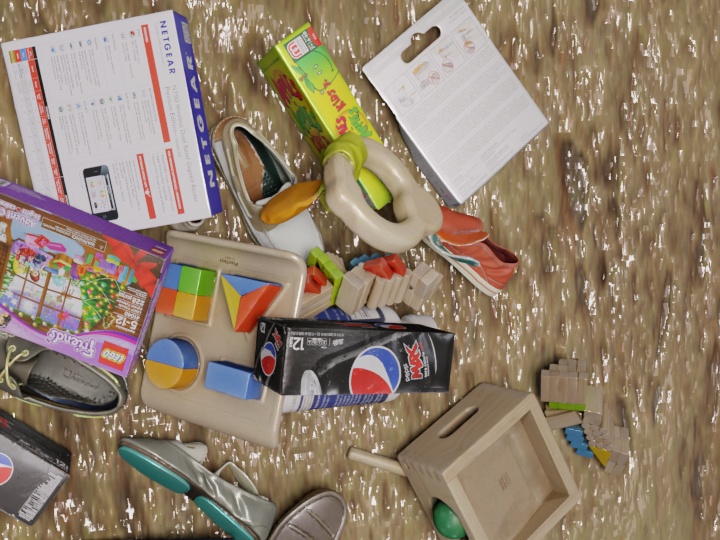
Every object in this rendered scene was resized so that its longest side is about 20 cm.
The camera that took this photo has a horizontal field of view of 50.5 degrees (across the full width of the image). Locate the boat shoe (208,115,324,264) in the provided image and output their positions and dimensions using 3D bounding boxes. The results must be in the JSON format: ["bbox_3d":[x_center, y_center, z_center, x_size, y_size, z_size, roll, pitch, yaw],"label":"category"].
[{"bbox_3d":[-0.100,-0.077,0.848,0.075,0.068,0.201,-40,109,-15],"label":"boat shoe"}]

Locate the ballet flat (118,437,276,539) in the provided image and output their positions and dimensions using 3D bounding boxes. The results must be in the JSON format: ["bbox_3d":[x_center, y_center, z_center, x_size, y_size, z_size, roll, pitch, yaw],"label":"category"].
[{"bbox_3d":[-0.178,0.232,0.856,0.199,0.067,0.064,40,52,-12],"label":"ballet flat"}]

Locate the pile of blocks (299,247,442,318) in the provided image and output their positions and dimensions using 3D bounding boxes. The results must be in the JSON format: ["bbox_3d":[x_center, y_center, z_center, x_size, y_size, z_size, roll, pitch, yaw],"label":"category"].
[{"bbox_3d":[0.000,0.000,0.832,0.197,0.063,0.083,-5,52,-21],"label":"pile of blocks"}]

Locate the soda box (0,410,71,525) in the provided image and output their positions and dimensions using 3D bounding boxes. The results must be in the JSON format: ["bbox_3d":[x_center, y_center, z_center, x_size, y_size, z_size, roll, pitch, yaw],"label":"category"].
[{"bbox_3d":[-0.389,0.166,0.756,0.199,0.071,0.064,40,83,-19],"label":"soda box"}]

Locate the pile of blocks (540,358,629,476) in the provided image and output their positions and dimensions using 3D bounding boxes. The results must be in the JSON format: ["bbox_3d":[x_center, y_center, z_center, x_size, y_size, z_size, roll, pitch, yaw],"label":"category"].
[{"bbox_3d":[0.297,0.188,1.022,0.201,0.081,0.062,56,34,-23],"label":"pile of blocks"}]

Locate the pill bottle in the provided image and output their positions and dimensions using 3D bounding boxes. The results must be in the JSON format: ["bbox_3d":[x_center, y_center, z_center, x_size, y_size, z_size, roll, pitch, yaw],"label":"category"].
[{"bbox_3d":[-0.012,0.097,0.871,0.197,0.111,0.113,-2,95,-19],"label":"pill bottle"}]

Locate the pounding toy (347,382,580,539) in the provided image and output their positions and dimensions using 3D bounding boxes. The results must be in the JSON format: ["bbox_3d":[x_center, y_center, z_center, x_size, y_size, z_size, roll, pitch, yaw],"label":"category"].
[{"bbox_3d":[0.126,0.250,0.933,0.199,0.142,0.186,-34,105,-25],"label":"pounding toy"}]

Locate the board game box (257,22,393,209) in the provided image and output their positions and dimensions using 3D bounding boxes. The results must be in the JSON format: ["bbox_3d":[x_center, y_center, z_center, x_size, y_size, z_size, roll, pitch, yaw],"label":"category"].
[{"bbox_3d":[-0.032,-0.164,0.849,0.047,0.101,0.201,-37,105,-12],"label":"board game box"}]

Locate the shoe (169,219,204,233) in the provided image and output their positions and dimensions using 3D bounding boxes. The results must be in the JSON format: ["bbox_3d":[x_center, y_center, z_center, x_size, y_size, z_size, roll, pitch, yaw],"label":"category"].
[{"bbox_3d":[-0.195,-0.140,0.819,0.069,0.053,0.203,-12,98,-18],"label":"shoe"}]

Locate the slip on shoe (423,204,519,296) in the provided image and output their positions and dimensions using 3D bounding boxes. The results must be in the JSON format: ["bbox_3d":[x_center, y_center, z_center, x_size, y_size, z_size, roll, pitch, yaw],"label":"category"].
[{"bbox_3d":[0.116,-0.047,0.919,0.199,0.074,0.061,38,112,-23],"label":"slip on shoe"}]

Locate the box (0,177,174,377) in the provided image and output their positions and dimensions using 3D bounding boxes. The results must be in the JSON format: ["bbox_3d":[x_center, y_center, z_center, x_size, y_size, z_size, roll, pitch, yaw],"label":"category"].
[{"bbox_3d":[-0.300,0.006,0.756,0.197,0.039,0.138,22,108,-6],"label":"box"}]

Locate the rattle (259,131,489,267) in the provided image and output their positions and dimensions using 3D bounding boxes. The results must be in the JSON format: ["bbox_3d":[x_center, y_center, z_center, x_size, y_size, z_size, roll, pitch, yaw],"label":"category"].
[{"bbox_3d":[0.018,-0.039,0.796,0.199,0.131,0.143,26,118,-36],"label":"rattle"}]

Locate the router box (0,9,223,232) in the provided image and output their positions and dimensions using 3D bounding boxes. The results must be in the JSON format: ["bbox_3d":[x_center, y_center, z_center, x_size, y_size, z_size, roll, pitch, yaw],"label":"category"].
[{"bbox_3d":[-0.246,-0.139,0.767,0.176,0.049,0.203,-8,99,5],"label":"router box"}]

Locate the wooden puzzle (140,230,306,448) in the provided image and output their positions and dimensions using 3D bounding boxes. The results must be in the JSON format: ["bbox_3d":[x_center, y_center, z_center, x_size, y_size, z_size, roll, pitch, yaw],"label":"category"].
[{"bbox_3d":[-0.154,0.069,0.795,0.046,0.183,0.204,1,98,-63],"label":"wooden puzzle"}]

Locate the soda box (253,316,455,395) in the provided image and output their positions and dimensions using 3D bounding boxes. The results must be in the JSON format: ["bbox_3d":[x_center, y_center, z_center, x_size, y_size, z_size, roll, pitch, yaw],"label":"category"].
[{"bbox_3d":[-0.003,0.085,0.760,0.197,0.070,0.064,4,93,-32],"label":"soda box"}]

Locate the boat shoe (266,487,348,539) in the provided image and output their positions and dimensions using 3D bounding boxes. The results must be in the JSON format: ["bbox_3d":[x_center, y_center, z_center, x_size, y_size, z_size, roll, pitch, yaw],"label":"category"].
[{"bbox_3d":[-0.092,0.333,0.886,0.072,0.068,0.201,41,83,-9],"label":"boat shoe"}]

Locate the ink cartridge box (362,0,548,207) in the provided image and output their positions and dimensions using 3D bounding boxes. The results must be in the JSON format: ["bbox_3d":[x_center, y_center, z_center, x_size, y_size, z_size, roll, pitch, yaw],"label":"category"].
[{"bbox_3d":[0.114,-0.206,0.931,0.162,0.057,0.201,-41,97,-12],"label":"ink cartridge box"}]

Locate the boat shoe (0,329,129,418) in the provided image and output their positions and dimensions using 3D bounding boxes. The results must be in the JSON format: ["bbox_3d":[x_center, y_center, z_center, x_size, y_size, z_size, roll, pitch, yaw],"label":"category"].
[{"bbox_3d":[-0.335,0.098,0.785,0.199,0.060,0.073,24,86,-19],"label":"boat shoe"}]

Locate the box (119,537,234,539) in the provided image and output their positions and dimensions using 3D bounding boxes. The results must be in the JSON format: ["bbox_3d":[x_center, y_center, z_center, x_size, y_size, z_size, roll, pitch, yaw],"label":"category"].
[{"bbox_3d":[-0.226,0.352,0.742,0.179,0.200,0.106,-3,95,3],"label":"box"}]
